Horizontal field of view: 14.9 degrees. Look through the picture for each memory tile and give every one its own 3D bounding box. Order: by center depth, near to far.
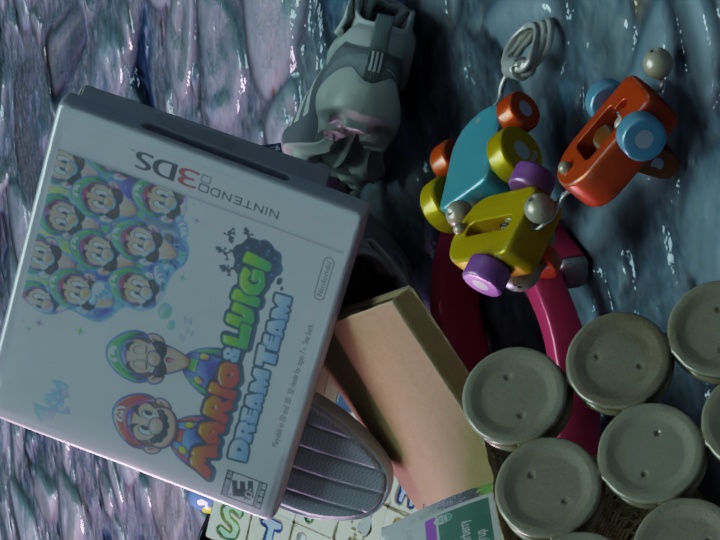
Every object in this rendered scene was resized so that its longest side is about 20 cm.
[{"bbox_3d":[0.139,0.106,1.241,0.017,0.152,0.201,63,-171,-59],"label":"memory tile"}]

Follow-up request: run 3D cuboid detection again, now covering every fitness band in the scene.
[{"bbox_3d":[0.086,0.033,1.530,0.200,0.037,0.145,-125,31,-55],"label":"fitness band"}]

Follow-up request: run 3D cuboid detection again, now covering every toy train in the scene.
[{"bbox_3d":[0.103,-0.054,1.409,0.151,0.055,0.200,-53,21,5],"label":"toy train"}]

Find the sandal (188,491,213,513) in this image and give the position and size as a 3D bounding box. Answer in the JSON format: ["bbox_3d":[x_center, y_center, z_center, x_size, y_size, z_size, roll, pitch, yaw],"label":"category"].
[{"bbox_3d":[-0.097,0.066,1.893,0.080,0.086,0.202,122,158,-73],"label":"sandal"}]

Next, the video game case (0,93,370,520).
[{"bbox_3d":[-0.106,0.022,1.543,0.024,0.181,0.201,-57,-14,-65],"label":"video game case"}]

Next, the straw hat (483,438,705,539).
[{"bbox_3d":[0.130,0.130,1.340,0.201,0.085,0.202,-21,-90,-78],"label":"straw hat"}]

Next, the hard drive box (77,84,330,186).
[{"bbox_3d":[-0.121,-0.001,1.651,0.200,0.155,0.077,114,173,-52],"label":"hard drive box"}]

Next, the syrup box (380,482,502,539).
[{"bbox_3d":[0.083,0.215,1.396,0.079,0.081,0.201,-94,-18,-70],"label":"syrup box"}]

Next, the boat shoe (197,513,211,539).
[{"bbox_3d":[-0.077,0.158,1.975,0.200,0.066,0.075,121,140,-59],"label":"boat shoe"}]

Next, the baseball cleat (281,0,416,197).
[{"bbox_3d":[0.002,-0.110,1.693,0.200,0.069,0.107,149,139,-76],"label":"baseball cleat"}]

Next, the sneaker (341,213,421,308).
[{"bbox_3d":[0.000,0.000,1.667,0.200,0.074,0.100,-123,12,-45],"label":"sneaker"}]

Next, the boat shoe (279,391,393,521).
[{"bbox_3d":[-0.069,0.079,1.606,0.072,0.199,0.062,-65,-3,21],"label":"boat shoe"}]

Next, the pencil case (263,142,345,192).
[{"bbox_3d":[-0.037,0.022,1.799,0.087,0.087,0.201,135,127,-66],"label":"pencil case"}]

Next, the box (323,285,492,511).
[{"bbox_3d":[0.051,0.104,1.536,0.201,0.021,0.163,57,160,-4],"label":"box"}]

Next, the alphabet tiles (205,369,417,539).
[{"bbox_3d":[-0.021,0.131,1.725,0.166,0.006,0.201,20,102,35],"label":"alphabet tiles"}]
